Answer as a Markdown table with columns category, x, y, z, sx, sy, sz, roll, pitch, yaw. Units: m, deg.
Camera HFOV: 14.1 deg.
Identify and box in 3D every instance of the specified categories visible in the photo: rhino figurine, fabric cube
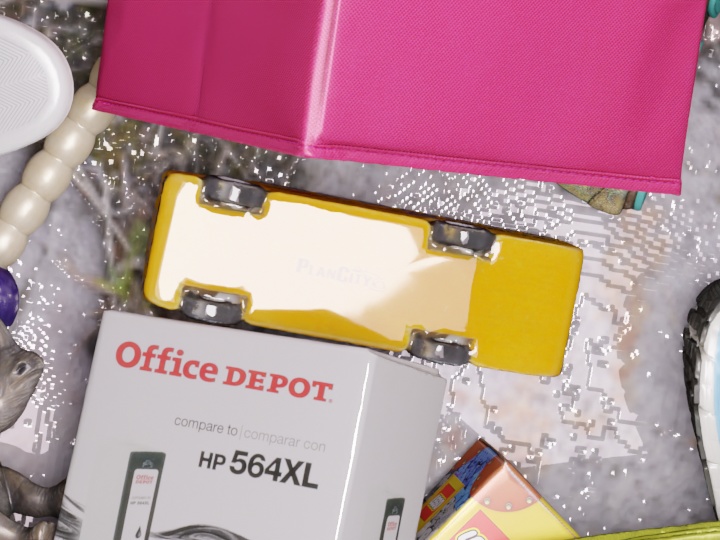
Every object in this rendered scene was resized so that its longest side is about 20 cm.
| category | x | y | z | sx | sy | sz | roll | pitch | yaw |
| --- | --- | --- | --- | --- | --- | --- | --- | --- | --- |
| rhino figurine | -0.176 | 0.111 | 1.334 | 0.087 | 0.060 | 0.200 | 6 | 106 | 16 |
| fabric cube | 0.021 | -0.148 | 1.254 | 0.196 | 0.200 | 0.199 | 5 | 95 | -33 |

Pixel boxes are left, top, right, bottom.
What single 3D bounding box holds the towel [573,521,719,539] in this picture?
| category | x | y | z | sx | sy | sz | roll | pitch | yaw |
| --- | --- | --- | --- | --- | --- | --- | --- | --- | --- |
| towel | 0.168 | 0.158 | 1.338 | 0.200 | 0.018 | 0.086 | -6 | 96 | -7 |

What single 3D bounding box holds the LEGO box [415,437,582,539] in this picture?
| category | x | y | z | sx | sy | sz | roll | pitch | yaw |
| --- | --- | --- | --- | --- | --- | --- | --- | --- | --- |
| LEGO box | 0.078 | 0.204 | 1.386 | 0.149 | 0.077 | 0.200 | -45 | 100 | -1 |

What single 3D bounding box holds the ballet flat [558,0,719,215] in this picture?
| category | x | y | z | sx | sy | sz | roll | pitch | yaw |
| --- | --- | --- | --- | --- | --- | --- | --- | --- | --- |
| ballet flat | 0.141 | -0.125 | 1.371 | 0.071 | 0.071 | 0.200 | 25 | 92 | -10 |

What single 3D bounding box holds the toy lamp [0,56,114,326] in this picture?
| category | x | y | z | sx | sy | sz | roll | pitch | yaw |
| --- | --- | --- | --- | --- | --- | --- | --- | --- | --- |
| toy lamp | -0.125 | -0.069 | 1.341 | 0.058 | 0.058 | 0.200 | 33 | 93 | -10 |

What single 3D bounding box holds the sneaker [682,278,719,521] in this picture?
| category | x | y | z | sx | sy | sz | roll | pitch | yaw |
| --- | --- | --- | --- | --- | --- | --- | --- | --- | --- |
| sneaker | 0.208 | 0.091 | 1.389 | 0.090 | 0.078 | 0.200 | -16 | 107 | 6 |

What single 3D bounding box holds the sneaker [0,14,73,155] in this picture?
| category | x | y | z | sx | sy | sz | roll | pitch | yaw |
| --- | --- | --- | --- | --- | --- | --- | --- | --- | --- |
| sneaker | -0.211 | -0.085 | 1.292 | 0.200 | 0.112 | 0.073 | -3 | 99 | 13 |

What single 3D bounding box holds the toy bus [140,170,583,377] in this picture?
| category | x | y | z | sx | sy | sz | roll | pitch | yaw |
| --- | --- | --- | --- | --- | --- | --- | --- | --- | --- |
| toy bus | 0.000 | 0.000 | 1.353 | 0.200 | 0.078 | 0.065 | 10 | 95 | -9 |

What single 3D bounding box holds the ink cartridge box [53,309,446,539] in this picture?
| category | x | y | z | sx | sy | sz | roll | pitch | yaw |
| --- | --- | --- | --- | --- | --- | --- | --- | --- | --- |
| ink cartridge box | -0.058 | 0.126 | 1.308 | 0.146 | 0.084 | 0.200 | 8 | 84 | 28 |
